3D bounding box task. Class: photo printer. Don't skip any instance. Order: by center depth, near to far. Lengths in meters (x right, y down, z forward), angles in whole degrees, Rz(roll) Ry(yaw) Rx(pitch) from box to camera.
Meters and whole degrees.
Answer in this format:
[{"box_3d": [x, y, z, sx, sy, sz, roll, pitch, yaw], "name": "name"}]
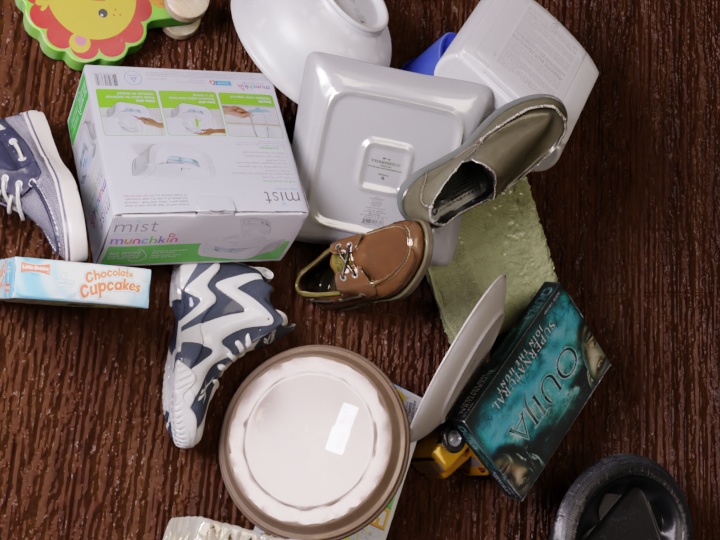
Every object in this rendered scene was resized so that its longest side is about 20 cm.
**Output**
[{"box_3d": [0.178, -0.222, 1.309, 0.166, 0.069, 0.201, 40, 44, -9], "name": "photo printer"}]

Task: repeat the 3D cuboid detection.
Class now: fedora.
[{"box_3d": [0.282, 0.305, 1.351, 0.199, 0.091, 0.203, 6, 77, -26], "name": "fedora"}]

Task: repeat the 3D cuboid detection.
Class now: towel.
[{"box_3d": [0.138, -0.015, 1.312, 0.147, 0.037, 0.201, -23, 113, 2], "name": "towel"}]

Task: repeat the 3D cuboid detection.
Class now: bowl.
[{"box_3d": [-0.034, -0.267, 1.263, 0.200, 0.090, 0.202, 28, 42, -28], "name": "bowl"}]

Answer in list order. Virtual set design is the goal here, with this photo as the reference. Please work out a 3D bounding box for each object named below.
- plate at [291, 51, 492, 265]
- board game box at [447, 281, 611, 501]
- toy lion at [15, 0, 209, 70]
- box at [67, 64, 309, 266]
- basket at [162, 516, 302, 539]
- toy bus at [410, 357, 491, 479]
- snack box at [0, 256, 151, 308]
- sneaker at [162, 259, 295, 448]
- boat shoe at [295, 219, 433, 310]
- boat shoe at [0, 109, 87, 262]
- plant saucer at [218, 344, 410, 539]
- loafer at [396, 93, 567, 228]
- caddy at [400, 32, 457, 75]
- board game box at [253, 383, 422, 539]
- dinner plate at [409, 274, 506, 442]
[{"box_3d": [0.024, -0.109, 1.226, 0.197, 0.032, 0.202, 10, 109, -9], "name": "plate"}, {"box_3d": [0.190, 0.131, 1.293, 0.200, 0.028, 0.136, -51, 121, -23], "name": "board game box"}, {"box_3d": [-0.263, -0.310, 1.220, 0.190, 0.069, 0.202, -10, 84, -21], "name": "toy lion"}, {"box_3d": [-0.171, -0.104, 1.168, 0.198, 0.097, 0.178, -3, 61, -28], "name": "box"}, {"box_3d": [-0.139, 0.337, 1.102, 0.122, 0.135, 0.202, 23, 69, -19], "name": "basket"}, {"box_3d": [0.142, 0.160, 1.325, 0.200, 0.065, 0.079, -45, 104, -27], "name": "toy bus"}, {"box_3d": [-0.272, 0.012, 1.062, 0.115, 0.200, 0.038, 5, 87, -27], "name": "snack box"}, {"box_3d": [-0.128, 0.080, 1.191, 0.128, 0.080, 0.201, 6, 67, -17], "name": "sneaker"}, {"box_3d": [0.000, 0.000, 1.206, 0.067, 0.200, 0.073, 6, 67, -29], "name": "boat shoe"}, {"box_3d": [-0.317, -0.072, 1.092, 0.092, 0.075, 0.200, -12, 43, -23], "name": "boat shoe"}, {"box_3d": [-0.049, 0.169, 1.180, 0.198, 0.029, 0.202, -3, 71, 9], "name": "plant saucer"}, {"box_3d": [0.132, -0.102, 1.190, 0.199, 0.070, 0.075, -37, 119, -2], "name": "loafer"}, {"box_3d": [0.113, -0.171, 1.353, 0.140, 0.105, 0.202, 11, 57, -33], "name": "caddy"}, {"box_3d": [-0.017, 0.205, 1.249, 0.134, 0.034, 0.202, 27, 68, -21], "name": "board game box"}, {"box_3d": [0.109, 0.096, 1.233, 0.024, 0.201, 0.201, 28, 64, 13], "name": "dinner plate"}]
